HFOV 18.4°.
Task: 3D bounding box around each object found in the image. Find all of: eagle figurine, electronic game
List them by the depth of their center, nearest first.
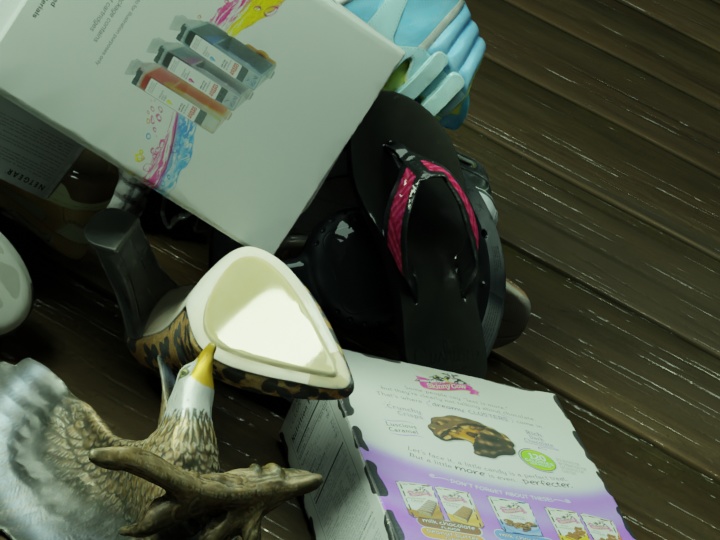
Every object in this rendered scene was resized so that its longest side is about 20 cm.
[{"bbox_3d":[-0.107,0.107,1.154,0.200,0.151,0.152,1,-49,57],"label":"eagle figurine"},{"bbox_3d":[0.000,0.000,1.399,0.199,0.201,0.042,16,-18,-18],"label":"electronic game"}]

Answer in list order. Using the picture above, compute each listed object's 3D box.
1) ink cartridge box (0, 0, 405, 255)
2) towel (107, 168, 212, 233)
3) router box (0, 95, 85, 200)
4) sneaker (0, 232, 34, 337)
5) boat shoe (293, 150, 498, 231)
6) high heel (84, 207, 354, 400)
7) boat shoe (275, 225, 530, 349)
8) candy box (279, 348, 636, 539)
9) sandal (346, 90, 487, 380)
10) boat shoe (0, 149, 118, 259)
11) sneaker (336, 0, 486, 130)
[{"bbox_3d":[-0.103,-0.128,1.265,0.199,0.145,0.145,33,5,-19],"label":"ink cartridge box"},{"bbox_3d":[-0.132,-0.137,1.554,0.085,0.166,0.200,17,24,-31],"label":"towel"},{"bbox_3d":[-0.275,-0.140,1.310,0.200,0.049,0.180,27,16,-44],"label":"router box"},{"bbox_3d":[-0.260,-0.024,1.231,0.200,0.076,0.115,40,-7,-17],"label":"sneaker"},{"bbox_3d":[-0.005,-0.065,1.475,0.199,0.072,0.071,19,37,-16],"label":"boat shoe"},{"bbox_3d":[-0.064,0.050,1.260,0.199,0.143,0.071,30,66,33],"label":"high heel"},{"bbox_3d":[0.024,-0.003,1.517,0.199,0.076,0.072,18,35,-15],"label":"boat shoe"},{"bbox_3d":[0.058,0.137,1.272,0.167,0.072,0.200,13,27,-22],"label":"candy box"},{"bbox_3d":[0.044,-0.018,1.372,0.075,0.201,0.045,-10,-8,-22],"label":"sandal"},{"bbox_3d":[-0.243,-0.074,1.427,0.200,0.076,0.071,37,32,29],"label":"boat shoe"},{"bbox_3d":[0.000,-0.128,1.436,0.199,0.131,0.079,-33,9,-19],"label":"sneaker"}]
